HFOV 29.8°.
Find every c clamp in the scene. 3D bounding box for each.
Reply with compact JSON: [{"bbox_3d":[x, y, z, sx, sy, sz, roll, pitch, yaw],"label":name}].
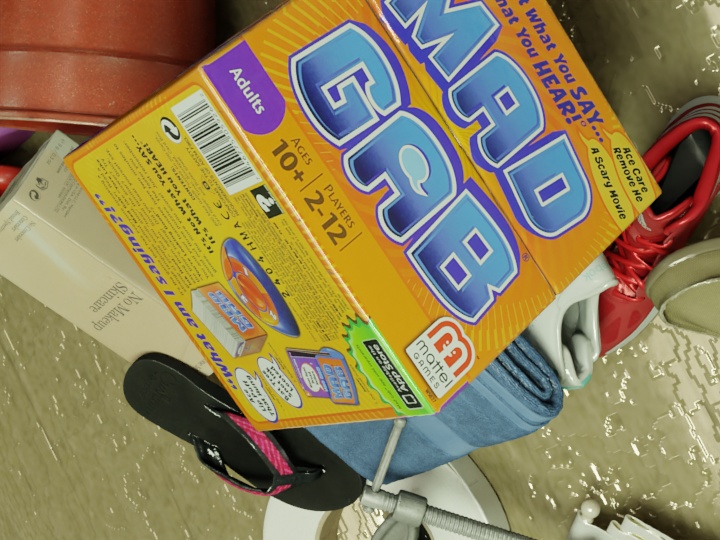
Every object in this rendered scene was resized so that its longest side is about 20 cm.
[{"bbox_3d":[0.083,0.201,0.940,0.199,0.027,0.171,22,125,-5],"label":"c clamp"}]

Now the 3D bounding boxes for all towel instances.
[{"bbox_3d":[0.042,0.082,0.917,0.112,0.049,0.200,43,141,-13],"label":"towel"}]

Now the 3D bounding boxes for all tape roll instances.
[{"bbox_3d":[0.020,0.216,1.041,0.202,0.037,0.204,4,99,25],"label":"tape roll"}]

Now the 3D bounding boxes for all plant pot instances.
[{"bbox_3d":[-0.188,-0.199,0.996,0.200,0.201,0.197,5,93,24],"label":"plant pot"}]

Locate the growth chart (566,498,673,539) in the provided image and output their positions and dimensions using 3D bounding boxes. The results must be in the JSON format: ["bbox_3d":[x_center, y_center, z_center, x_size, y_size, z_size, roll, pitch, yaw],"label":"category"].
[{"bbox_3d":[0.216,0.244,0.933,0.199,0.018,0.145,24,124,31],"label":"growth chart"}]

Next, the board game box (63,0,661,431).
[{"bbox_3d":[-0.003,-0.053,0.753,0.200,0.200,0.199,56,150,-11],"label":"board game box"}]

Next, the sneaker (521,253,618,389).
[{"bbox_3d":[0.120,0.058,0.911,0.089,0.075,0.201,47,142,34],"label":"sneaker"}]

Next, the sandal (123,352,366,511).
[{"bbox_3d":[-0.092,0.131,1.010,0.199,0.045,0.075,27,119,0],"label":"sandal"}]

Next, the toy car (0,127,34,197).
[{"bbox_3d":[-0.330,-0.083,1.108,0.149,0.175,0.201,-21,88,-8],"label":"toy car"}]

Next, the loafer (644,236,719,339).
[{"bbox_3d":[0.275,0.030,0.832,0.199,0.068,0.076,8,145,3],"label":"loafer"}]

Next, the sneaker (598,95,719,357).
[{"bbox_3d":[0.176,-0.023,0.883,0.078,0.115,0.201,31,110,18],"label":"sneaker"}]

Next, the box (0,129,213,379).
[{"bbox_3d":[-0.180,-0.002,1.017,0.200,0.078,0.095,36,138,-16],"label":"box"}]
